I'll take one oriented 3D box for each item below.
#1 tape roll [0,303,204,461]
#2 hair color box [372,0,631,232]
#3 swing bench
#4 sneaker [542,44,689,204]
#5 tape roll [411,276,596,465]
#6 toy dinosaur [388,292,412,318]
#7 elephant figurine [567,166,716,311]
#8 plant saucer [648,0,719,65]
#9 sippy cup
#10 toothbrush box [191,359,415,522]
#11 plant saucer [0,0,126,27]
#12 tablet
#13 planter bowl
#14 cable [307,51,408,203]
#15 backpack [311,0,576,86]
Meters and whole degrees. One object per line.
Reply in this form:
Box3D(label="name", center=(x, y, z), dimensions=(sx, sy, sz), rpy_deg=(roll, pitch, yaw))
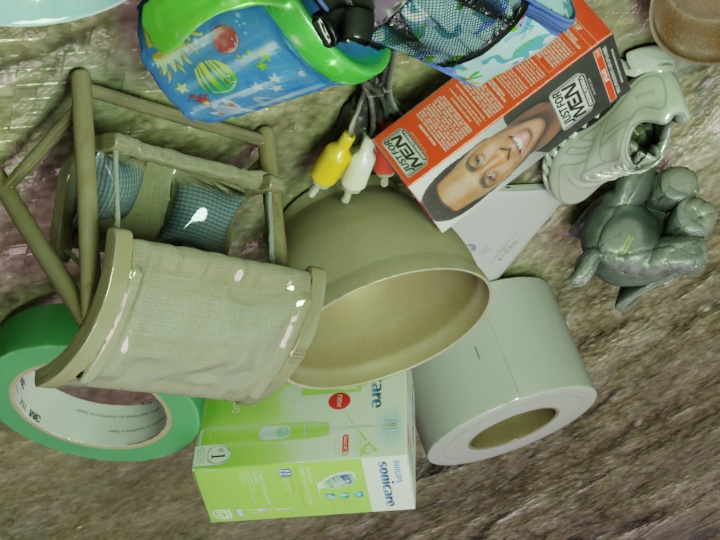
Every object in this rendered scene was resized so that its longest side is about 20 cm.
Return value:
Box3D(label="tape roll", center=(-0.242, 0.106, 1.215), dimensions=(0.200, 0.048, 0.201), rpy_deg=(4, 142, 3))
Box3D(label="hair color box", center=(0.117, -0.128, 1.083), dimensions=(0.200, 0.061, 0.102), rpy_deg=(-37, 152, 4))
Box3D(label="swing bench", center=(-0.143, -0.015, 0.987), dimensions=(0.199, 0.200, 0.130), rpy_deg=(11, 139, -47))
Box3D(label="sneaker", center=(0.231, -0.114, 1.212), dimensions=(0.075, 0.081, 0.200), rpy_deg=(-9, 152, -27))
Box3D(label="tape roll", center=(0.146, 0.116, 1.488), dimensions=(0.202, 0.139, 0.203), rpy_deg=(-17, 158, -7))
Box3D(label="toy dinosaur", center=(-0.041, 0.056, 1.329), dimensions=(0.200, 0.086, 0.136), rpy_deg=(-2, 141, -4))
Box3D(label="elephant figurine", center=(0.291, -0.026, 1.379), dimensions=(0.155, 0.142, 0.200), rpy_deg=(8, 169, 4))
Box3D(label="plant saucer", center=(0.321, -0.247, 1.066), dimensions=(0.200, 0.037, 0.200), rpy_deg=(-12, 148, -8))
Box3D(label="sippy cup", center=(-0.069, -0.163, 0.862), dimensions=(0.130, 0.140, 0.178), rpy_deg=(-23, 143, 26))
Box3D(label="toothbrush box", center=(-0.050, 0.153, 1.270), dimensions=(0.200, 0.146, 0.086), rpy_deg=(-4, 133, 6))
Box3D(label="plant saucer", center=(-0.184, -0.221, 0.759), dimensions=(0.201, 0.039, 0.201), rpy_deg=(-17, 152, -10))
Box3D(label="tablet", center=(0.121, -0.025, 1.366), dimensions=(0.130, 0.014, 0.200), rpy_deg=(-4, 148, -30))
Box3D(label="planter bowl", center=(0.000, 0.000, 1.190), dimensions=(0.200, 0.135, 0.200), rpy_deg=(-17, 152, -10))
Box3D(label="cable", center=(0.015, -0.127, 1.060), dimensions=(0.097, 0.050, 0.200), rpy_deg=(-12, 153, -20))
Box3D(label="backpack", center=(0.052, -0.210, 0.794), dimensions=(0.147, 0.183, 0.200), rpy_deg=(-33, 156, 22))
